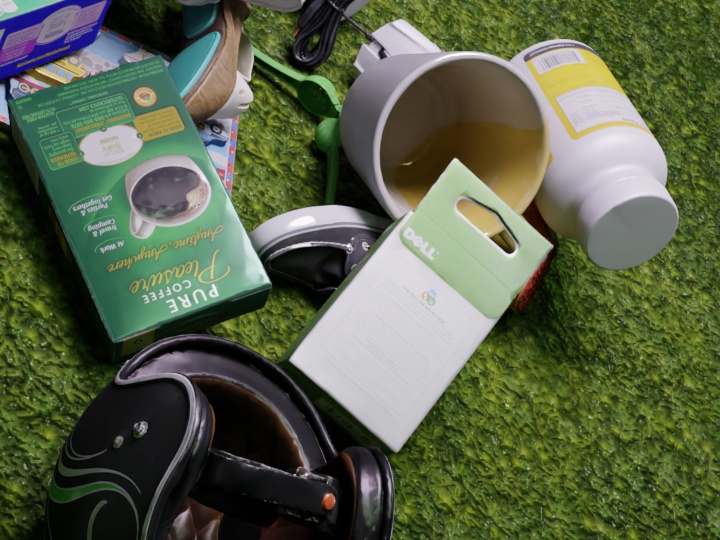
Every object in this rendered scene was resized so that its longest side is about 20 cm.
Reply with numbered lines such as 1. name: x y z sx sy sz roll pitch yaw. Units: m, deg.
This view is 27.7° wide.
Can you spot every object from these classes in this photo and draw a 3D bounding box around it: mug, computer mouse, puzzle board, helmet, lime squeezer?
1. mug: 0.056 -0.093 1.185 0.148 0.188 0.153 -13 19 -17
2. computer mouse: 0.037 -0.184 1.304 0.199 0.110 0.044 33 23 -23
3. puzzle board: -0.184 -0.131 1.131 0.199 0.017 0.151 24 44 -24
4. helmet: -0.089 0.141 0.842 0.199 0.190 0.202 -2 94 -27
5. lime squeezer: -0.042 -0.128 1.234 0.070 0.038 0.201 -6 61 -43

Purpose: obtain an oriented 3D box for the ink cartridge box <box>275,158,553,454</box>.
1. ink cartridge box: 0.039 0.028 1.076 0.104 0.059 0.200 41 74 -5

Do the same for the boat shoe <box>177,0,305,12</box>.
1. boat shoe: -0.126 -0.235 1.129 0.199 0.071 0.070 19 65 -29

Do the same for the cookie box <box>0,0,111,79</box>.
1. cookie box: -0.304 -0.234 1.059 0.200 0.075 0.171 44 40 9

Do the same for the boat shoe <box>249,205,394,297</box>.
1. boat shoe: 0.000 0.000 1.142 0.199 0.070 0.067 9 49 -45

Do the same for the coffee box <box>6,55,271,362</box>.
1. coffee box: -0.157 -0.046 1.022 0.122 0.044 0.201 -21 71 -22

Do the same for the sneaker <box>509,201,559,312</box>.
1. sneaker: 0.138 -0.033 1.297 0.077 0.073 0.200 21 36 -1

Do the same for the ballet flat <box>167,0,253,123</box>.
1. ballet flat: -0.117 -0.167 1.171 0.072 0.068 0.201 44 30 -32

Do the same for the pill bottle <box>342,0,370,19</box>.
1. pill bottle: -0.059 -0.329 1.333 0.200 0.112 0.112 49 40 5

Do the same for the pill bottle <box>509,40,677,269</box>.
1. pill bottle: 0.190 -0.097 1.236 0.111 0.112 0.201 14 36 -32
